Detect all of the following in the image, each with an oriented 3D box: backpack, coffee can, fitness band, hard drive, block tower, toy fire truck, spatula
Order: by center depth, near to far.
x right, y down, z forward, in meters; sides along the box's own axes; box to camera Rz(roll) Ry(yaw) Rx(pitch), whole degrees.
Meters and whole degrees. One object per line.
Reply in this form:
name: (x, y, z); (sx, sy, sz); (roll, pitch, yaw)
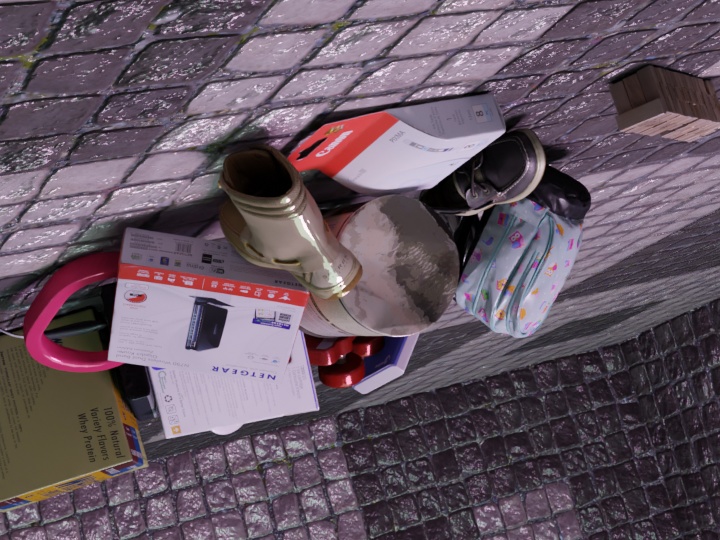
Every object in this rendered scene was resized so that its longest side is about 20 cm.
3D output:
block tower: (0.337, -0.180, 1.640); (0.054, 0.058, 0.199); (-23, 170, 31)
coffee can: (0.000, 0.000, 1.642); (0.145, 0.148, 0.200); (-12, -177, -23)
fitness band: (-0.294, 0.047, 1.682); (0.142, 0.038, 0.200); (13, 138, -31)
spatula: (-0.401, 0.074, 1.799); (0.197, 0.021, 0.057); (-4, 170, 1)
backpack: (0.191, -0.024, 1.810); (0.166, 0.126, 0.202); (5, 114, -57)
hard drive: (-0.284, 0.105, 1.860); (0.032, 0.141, 0.200); (-14, 169, -8)
toy fire truck: (-0.061, 0.073, 2.117); (0.166, 0.113, 0.200); (6, -151, 20)
hard drive: (0.059, 0.074, 2.187); (0.025, 0.201, 0.132); (32, 151, -14)

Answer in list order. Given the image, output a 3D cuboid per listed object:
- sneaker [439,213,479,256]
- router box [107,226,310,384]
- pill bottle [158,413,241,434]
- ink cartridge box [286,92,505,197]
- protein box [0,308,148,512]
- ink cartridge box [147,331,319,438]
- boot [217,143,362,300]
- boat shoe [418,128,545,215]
sneaker: (0.108, -0.041, 1.932); (0.084, 0.078, 0.200); (-11, 168, -7)
router box: (-0.163, 0.041, 1.605); (0.197, 0.049, 0.180); (8, 142, -8)
pill bottle: (-0.233, 0.146, 1.994); (0.110, 0.112, 0.199); (-7, -160, -42)
ink cartridge box: (0.022, -0.113, 1.492); (0.198, 0.048, 0.160); (-14, 170, -30)
protein box: (-0.396, 0.179, 1.901); (0.198, 0.201, 0.135); (-17, 170, -3)
ink cartridge box: (-0.164, 0.098, 1.845); (0.197, 0.200, 0.043); (-10, -156, 1)
boot: (-0.096, -0.063, 1.460); (0.073, 0.199, 0.156); (-45, 134, -11)
boat shoe: (0.132, -0.100, 1.673); (0.065, 0.073, 0.200); (-17, 175, -29)
